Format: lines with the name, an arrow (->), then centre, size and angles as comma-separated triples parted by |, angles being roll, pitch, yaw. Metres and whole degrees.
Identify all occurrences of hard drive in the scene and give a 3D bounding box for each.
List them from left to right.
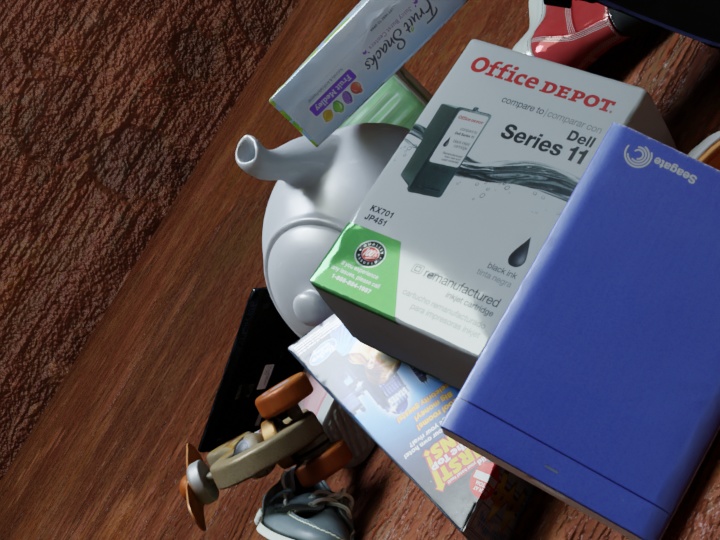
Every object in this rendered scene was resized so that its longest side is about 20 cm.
hard drive -> 0.149, 0.032, 0.873 | 0.201, 0.131, 0.025 | -59, -18, -11

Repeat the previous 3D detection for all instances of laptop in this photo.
laptop -> -0.058, 0.055, 1.429 | 0.103, 0.198, 0.178 | 48, 130, 40

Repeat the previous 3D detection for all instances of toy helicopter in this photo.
toy helicopter -> -0.096, 0.153, 1.288 | 0.132, 0.079, 0.200 | -32, 2, -17

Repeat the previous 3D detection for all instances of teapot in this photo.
teapot -> 0.000, 0.000, 1.188 | 0.146, 0.199, 0.199 | -45, -21, -46

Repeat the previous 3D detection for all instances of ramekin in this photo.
ramekin -> 0.024, -0.133, 1.498 | 0.098, 0.200, 0.200 | -45, 16, 9

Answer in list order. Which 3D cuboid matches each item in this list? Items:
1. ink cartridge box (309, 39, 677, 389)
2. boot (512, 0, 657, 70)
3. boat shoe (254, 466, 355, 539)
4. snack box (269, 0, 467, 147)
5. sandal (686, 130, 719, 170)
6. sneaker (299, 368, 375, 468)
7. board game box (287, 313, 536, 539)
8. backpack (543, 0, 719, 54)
ink cartridge box -> 0.086, -0.032, 0.995 | 0.146, 0.083, 0.201 | 22, 71, 37
boot -> 0.214, -0.231, 1.366 | 0.144, 0.073, 0.200 | -31, 18, 28
boat shoe -> -0.039, 0.190, 1.240 | 0.062, 0.072, 0.200 | -61, 10, -6
snack box -> 0.033, -0.186, 1.127 | 0.200, 0.053, 0.142 | -43, 8, 22
sandal -> 0.180, 0.002, 0.923 | 0.208, 0.079, 0.059 | -56, 12, -6
sneaker -> 0.008, 0.064, 1.349 | 0.201, 0.075, 0.105 | -61, 20, -1
board game box -> 0.077, 0.075, 1.029 | 0.199, 0.062, 0.201 | -35, 49, 8
backpack -> 0.223, -0.261, 1.128 | 0.200, 0.181, 0.148 | -65, -8, -62
